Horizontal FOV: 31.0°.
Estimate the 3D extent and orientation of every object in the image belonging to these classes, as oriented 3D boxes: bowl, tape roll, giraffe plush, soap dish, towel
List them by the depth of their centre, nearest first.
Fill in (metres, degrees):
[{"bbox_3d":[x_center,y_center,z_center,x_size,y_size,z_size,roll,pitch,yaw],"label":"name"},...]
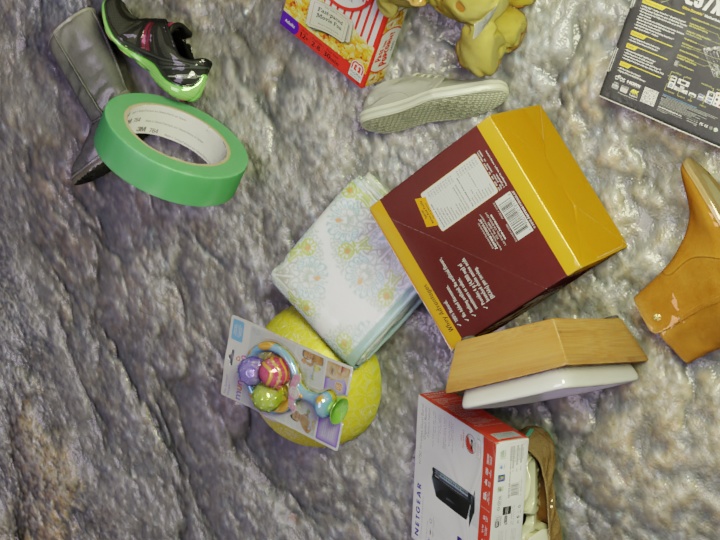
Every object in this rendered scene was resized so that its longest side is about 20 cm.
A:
[{"bbox_3d":[0.095,-0.317,1.432,0.162,0.200,0.173,25,116,18],"label":"giraffe plush"},{"bbox_3d":[0.210,0.103,1.468,0.157,0.200,0.082,-17,78,36],"label":"soap dish"},{"bbox_3d":[0.000,0.000,1.653,0.171,0.048,0.200,48,109,17],"label":"towel"},{"bbox_3d":[-0.248,-0.161,1.711,0.200,0.200,0.048,39,119,21],"label":"tape roll"},{"bbox_3d":[-0.083,0.149,1.728,0.199,0.108,0.201,9,106,33],"label":"bowl"}]

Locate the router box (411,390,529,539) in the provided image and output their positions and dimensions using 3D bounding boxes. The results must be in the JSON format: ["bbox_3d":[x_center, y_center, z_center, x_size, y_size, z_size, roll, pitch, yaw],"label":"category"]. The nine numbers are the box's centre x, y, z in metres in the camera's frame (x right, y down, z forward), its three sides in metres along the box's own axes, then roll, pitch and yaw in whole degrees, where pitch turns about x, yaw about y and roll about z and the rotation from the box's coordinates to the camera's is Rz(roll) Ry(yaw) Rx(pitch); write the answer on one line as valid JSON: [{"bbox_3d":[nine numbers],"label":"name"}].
[{"bbox_3d":[0.131,0.271,1.599,0.179,0.049,0.201,26,118,59],"label":"router box"}]

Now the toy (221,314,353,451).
[{"bbox_3d":[-0.107,0.145,1.647,0.199,0.047,0.116,20,110,28],"label":"toy"}]

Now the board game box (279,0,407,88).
[{"bbox_3d":[-0.010,-0.347,1.573,0.151,0.046,0.200,40,133,22],"label":"board game box"}]

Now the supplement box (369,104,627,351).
[{"bbox_3d":[0.157,-0.049,1.502,0.200,0.133,0.198,-36,81,35],"label":"supplement box"}]

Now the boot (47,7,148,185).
[{"bbox_3d":[-0.398,-0.248,1.873,0.182,0.073,0.200,-38,85,20],"label":"boot"}]

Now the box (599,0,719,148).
[{"bbox_3d":[0.370,-0.223,1.369,0.200,0.049,0.160,28,113,26],"label":"box"}]

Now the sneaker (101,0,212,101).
[{"bbox_3d":[-0.276,-0.314,1.784,0.200,0.077,0.084,42,103,16],"label":"sneaker"}]

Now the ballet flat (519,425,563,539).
[{"bbox_3d":[0.208,0.291,1.584,0.068,0.072,0.201,5,104,31],"label":"ballet flat"}]

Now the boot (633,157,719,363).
[{"bbox_3d":[0.355,-0.006,1.415,0.144,0.071,0.202,-31,88,32],"label":"boot"}]

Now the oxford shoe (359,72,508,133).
[{"bbox_3d":[0.084,-0.211,1.558,0.199,0.075,0.058,-7,69,34],"label":"oxford shoe"}]
